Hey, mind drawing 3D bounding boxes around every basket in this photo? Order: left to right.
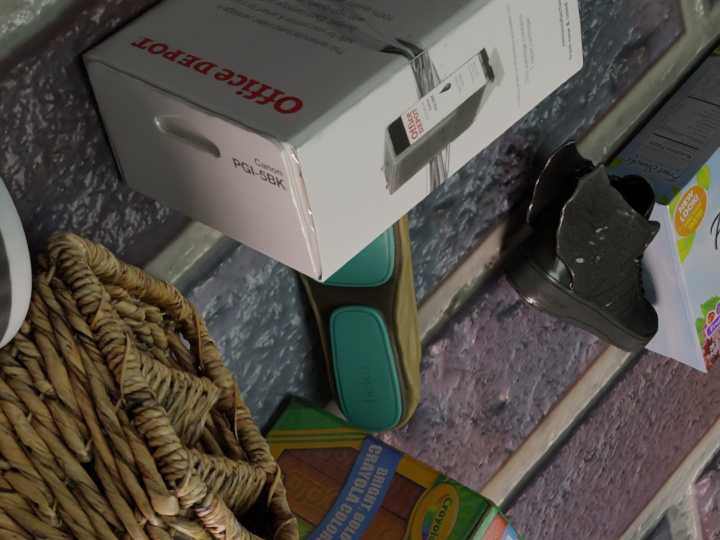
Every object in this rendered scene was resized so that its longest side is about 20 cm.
[{"bbox_3d":[-0.090,0.088,0.859,0.149,0.142,0.200,-61,164,-5],"label":"basket"}]

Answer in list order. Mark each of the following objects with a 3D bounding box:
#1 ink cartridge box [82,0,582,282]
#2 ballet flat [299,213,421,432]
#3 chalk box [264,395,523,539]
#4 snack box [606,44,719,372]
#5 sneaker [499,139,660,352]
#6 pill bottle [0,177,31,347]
[{"bbox_3d":[-0.010,-0.101,0.898,0.200,0.146,0.083,-39,137,-29],"label":"ink cartridge box"},{"bbox_3d":[0.000,0.000,1.045,0.063,0.068,0.201,-66,156,-51],"label":"ballet flat"},{"bbox_3d":[0.022,0.182,1.036,0.125,0.200,0.124,-54,141,-15],"label":"chalk box"},{"bbox_3d":[0.261,-0.058,1.307,0.200,0.068,0.169,-46,137,-26],"label":"snack box"},{"bbox_3d":[0.162,-0.014,1.198,0.199,0.060,0.104,20,114,-49],"label":"sneaker"},{"bbox_3d":[-0.238,0.016,0.713,0.200,0.114,0.115,-28,128,-38],"label":"pill bottle"}]
